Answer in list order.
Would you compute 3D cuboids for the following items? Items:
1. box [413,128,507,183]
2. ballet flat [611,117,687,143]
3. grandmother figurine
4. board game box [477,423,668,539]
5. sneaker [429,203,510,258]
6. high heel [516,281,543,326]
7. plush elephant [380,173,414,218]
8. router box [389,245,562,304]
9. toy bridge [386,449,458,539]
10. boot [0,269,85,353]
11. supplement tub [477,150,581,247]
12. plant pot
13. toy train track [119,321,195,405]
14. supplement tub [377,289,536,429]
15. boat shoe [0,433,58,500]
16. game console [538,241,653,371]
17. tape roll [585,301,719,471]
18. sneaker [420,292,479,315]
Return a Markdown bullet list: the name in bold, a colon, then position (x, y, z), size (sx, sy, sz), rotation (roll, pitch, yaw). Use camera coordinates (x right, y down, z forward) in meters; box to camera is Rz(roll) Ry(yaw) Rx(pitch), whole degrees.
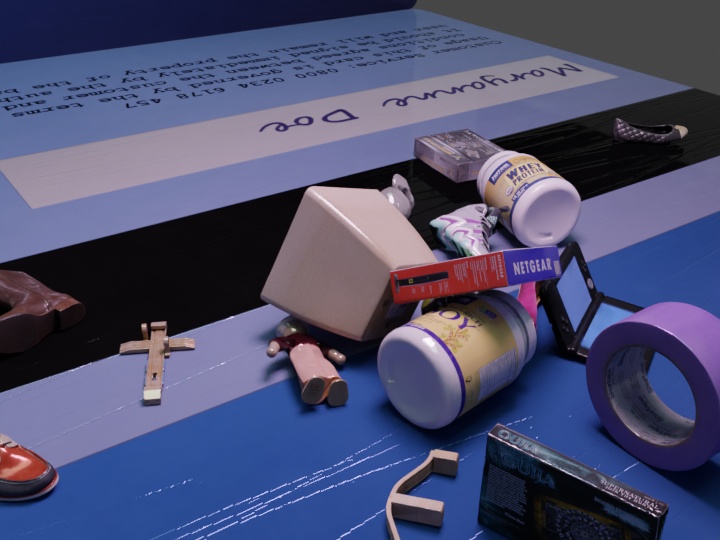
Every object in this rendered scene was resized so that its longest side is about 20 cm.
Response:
- **box**: position (0.245, -0.276, 1.968), size (0.158, 0.048, 0.200), rotation (-14, 32, -24)
- **ballet flat**: position (0.753, -0.364, 2.134), size (0.199, 0.057, 0.067), rotation (0, 30, -3)
- **grandmother figurine**: position (-0.085, 0.126, 1.228), size (0.121, 0.061, 0.200), rotation (19, 17, -26)
- **board game box**: position (0.225, 0.266, 0.901), size (0.200, 0.136, 0.028), rotation (22, 35, 32)
- **sneaker**: position (0.229, -0.075, 1.533), size (0.140, 0.078, 0.200), rotation (-31, 37, -8)
- **high heel**: position (0.300, 0.042, 1.367), size (0.096, 0.068, 0.200), rotation (15, 36, 43)
- **plush elephant**: position (0.033, -0.086, 1.506), size (0.199, 0.155, 0.165), rotation (3, 29, 4)
- **router box**: position (0.170, 0.005, 1.189), size (0.179, 0.049, 0.200), rotation (-11, -3, 35)
- **toy bridge**: position (0.065, 0.284, 0.974), size (0.067, 0.027, 0.200), rotation (7, 30, 16)
- **boot**: position (-0.577, 0.056, 1.323), size (0.200, 0.064, 0.186), rotation (23, 23, 29)
- **supplement tub**: position (0.329, -0.147, 1.638), size (0.144, 0.145, 0.200), rotation (-8, 30, -17)
- **plant pot**: position (0.000, 0.000, 1.288), size (0.177, 0.200, 0.200), rotation (35, 21, 27)
- **toy train track**: position (-0.308, 0.127, 1.237), size (0.114, 0.033, 0.200), rotation (-4, 30, -9)
- **supplement tub**: position (0.138, 0.117, 1.154), size (0.200, 0.146, 0.145), rotation (-24, 38, -38)
- **boat shoe**: position (-0.467, 0.228, 1.021), size (0.199, 0.063, 0.071), rotation (13, 29, 18)
- **game console**: position (0.389, 0.055, 1.315), size (0.116, 0.176, 0.200), rotation (-15, 17, 35)
- **tape roll**: position (0.394, 0.147, 1.055), size (0.085, 0.201, 0.200), rotation (-18, 34, -31)
- **sneaker**: position (0.148, 0.037, 1.388), size (0.090, 0.078, 0.200), rotation (8, 24, 35)
